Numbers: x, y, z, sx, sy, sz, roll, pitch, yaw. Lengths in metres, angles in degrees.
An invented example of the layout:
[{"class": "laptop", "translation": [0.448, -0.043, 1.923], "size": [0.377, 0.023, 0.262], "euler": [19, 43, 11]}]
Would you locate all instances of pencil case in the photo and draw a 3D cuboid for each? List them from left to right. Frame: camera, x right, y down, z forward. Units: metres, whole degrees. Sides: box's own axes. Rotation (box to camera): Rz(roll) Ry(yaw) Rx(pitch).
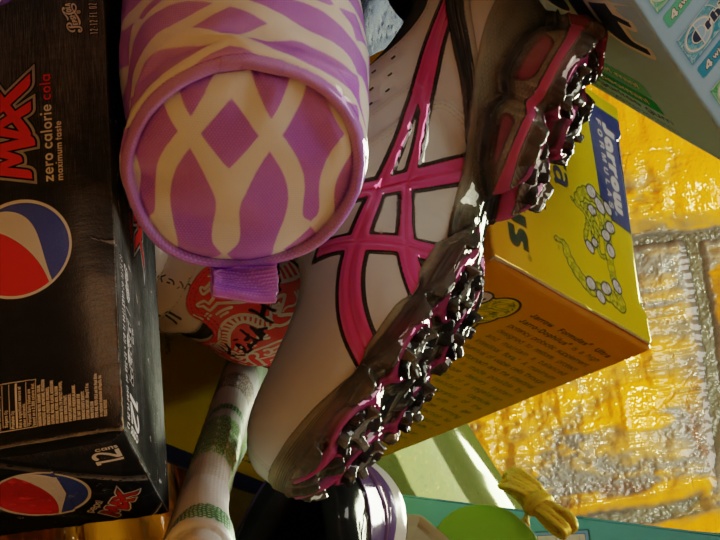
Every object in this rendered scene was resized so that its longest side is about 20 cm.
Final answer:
[{"class": "pencil case", "translation": [-0.039, -0.084, 0.827], "size": [0.201, 0.083, 0.086], "euler": [-91, -168, -54]}]

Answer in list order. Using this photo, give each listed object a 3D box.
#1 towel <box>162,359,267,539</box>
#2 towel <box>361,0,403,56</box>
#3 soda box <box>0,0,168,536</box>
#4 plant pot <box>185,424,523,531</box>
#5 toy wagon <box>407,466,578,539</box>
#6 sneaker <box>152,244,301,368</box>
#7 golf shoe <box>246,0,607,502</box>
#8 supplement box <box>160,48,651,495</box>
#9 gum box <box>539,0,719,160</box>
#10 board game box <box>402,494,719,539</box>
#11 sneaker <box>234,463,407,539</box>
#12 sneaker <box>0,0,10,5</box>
[{"class": "towel", "translation": [-0.061, 0.117, 0.862], "size": [0.200, 0.030, 0.150], "euler": [-79, -171, -74]}, {"class": "towel", "translation": [0.023, -0.054, 1.118], "size": [0.112, 0.048, 0.201], "euler": [-61, 140, -42]}, {"class": "soda box", "translation": [-0.102, -0.022, 0.801], "size": [0.071, 0.063, 0.201], "euler": [73, 10, -62]}, {"class": "plant pot", "translation": [0.005, 0.137, 1.196], "size": [0.200, 0.199, 0.191], "euler": [-87, 155, -65]}, {"class": "toy wagon", "translation": [0.012, 0.158, 1.009], "size": [0.155, 0.200, 0.040], "euler": [41, -31, 16]}, {"class": "sneaker", "translation": [-0.087, -0.031, 0.926], "size": [0.201, 0.107, 0.068], "euler": [42, -72, 51]}, {"class": "golf shoe", "translation": [0.005, -0.015, 0.855], "size": [0.201, 0.092, 0.073], "euler": [-60, 166, -22]}, {"class": "supplement box", "translation": [0.000, 0.000, 0.999], "size": [0.109, 0.199, 0.110], "euler": [26, 49, -46]}, {"class": "gum box", "translation": [0.060, -0.130, 0.900], "size": [0.170, 0.045, 0.200], "euler": [35, -5, 39]}, {"class": "board game box", "translation": [0.056, 0.177, 1.059], "size": [0.047, 0.198, 0.152], "euler": [106, -10, -60]}, {"class": "sneaker", "translation": [-0.042, 0.160, 0.908], "size": [0.088, 0.075, 0.202], "euler": [36, 67, -79]}, {"class": "sneaker", "translation": [-0.113, -0.145, 0.770], "size": [0.081, 0.083, 0.201], "euler": [76, 7, -50]}]
